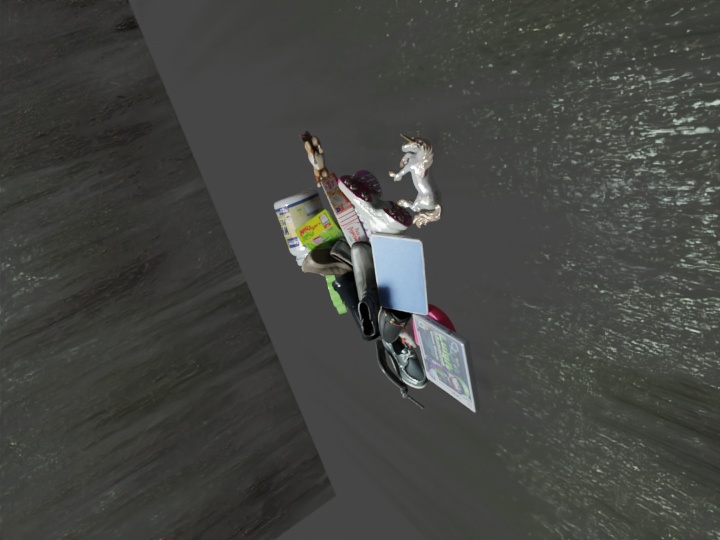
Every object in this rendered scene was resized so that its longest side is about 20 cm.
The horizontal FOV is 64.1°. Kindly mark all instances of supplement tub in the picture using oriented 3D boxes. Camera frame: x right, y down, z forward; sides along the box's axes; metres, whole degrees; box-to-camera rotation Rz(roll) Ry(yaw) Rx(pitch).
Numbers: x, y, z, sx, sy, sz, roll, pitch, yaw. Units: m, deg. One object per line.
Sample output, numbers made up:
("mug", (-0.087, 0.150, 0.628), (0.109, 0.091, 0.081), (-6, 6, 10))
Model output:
("supplement tub", (-0.165, -0.132, 1.730), (0.144, 0.142, 0.205), (4, 115, 66))

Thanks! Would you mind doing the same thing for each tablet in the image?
("tablet", (0.092, 0.009, 1.317), (0.127, 0.014, 0.204), (9, 127, 26))

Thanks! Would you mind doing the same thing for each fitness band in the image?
("fitness band", (0.184, 0.167, 1.407), (0.143, 0.037, 0.204), (40, 150, 46))

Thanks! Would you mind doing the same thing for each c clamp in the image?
("c clamp", (0.101, 0.288, 1.642), (0.170, 0.027, 0.201), (41, -163, -23))

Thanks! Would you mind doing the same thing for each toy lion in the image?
("toy lion", (-0.074, 0.046, 1.741), (0.193, 0.067, 0.204), (-100, -5, -61))

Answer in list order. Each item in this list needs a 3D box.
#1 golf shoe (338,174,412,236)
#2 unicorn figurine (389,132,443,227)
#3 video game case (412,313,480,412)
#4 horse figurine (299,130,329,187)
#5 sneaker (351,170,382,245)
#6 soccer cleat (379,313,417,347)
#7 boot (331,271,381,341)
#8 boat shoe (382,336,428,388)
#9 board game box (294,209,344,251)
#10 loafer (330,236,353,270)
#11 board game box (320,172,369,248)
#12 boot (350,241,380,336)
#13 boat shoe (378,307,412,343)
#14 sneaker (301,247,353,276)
("golf shoe", (0.021, -0.136, 1.302), (0.199, 0.075, 0.093), (39, 131, 14))
("unicorn figurine", (0.112, -0.187, 1.132), (0.136, 0.074, 0.202), (-2, 127, 57))
("video game case", (0.201, 0.212, 1.352), (0.181, 0.023, 0.204), (29, 141, 51))
("horse figurine", (-0.117, -0.298, 1.548), (0.134, 0.049, 0.203), (-114, 4, -49))
("sneaker", (0.025, -0.139, 1.384), (0.088, 0.079, 0.205), (-143, 32, -82))
("soccer cleat", (0.102, 0.121, 1.516), (0.201, 0.078, 0.069), (50, 166, -22))
("boot", (-0.001, 0.105, 1.600), (0.171, 0.075, 0.200), (60, 180, 19))
("boat shoe", (0.121, 0.239, 1.596), (0.201, 0.071, 0.063), (53, 162, 39))
("board game box", (-0.096, -0.092, 1.571), (0.048, 0.100, 0.200), (59, -174, 17))
("loafer", (0.000, 0.000, 1.542), (0.200, 0.063, 0.072), (45, 152, -2))
("board game box", (-0.037, -0.136, 1.455), (0.201, 0.045, 0.154), (-115, 0, -54))
("boot", (0.016, 0.044, 1.369), (0.132, 0.066, 0.205), (-77, -23, -60))
("boat shoe", (0.090, 0.105, 1.426), (0.064, 0.072, 0.205), (-89, 14, -55))
("sneaker", (-0.073, -0.021, 1.586), (0.075, 0.196, 0.072), (-38, 55, 45))
